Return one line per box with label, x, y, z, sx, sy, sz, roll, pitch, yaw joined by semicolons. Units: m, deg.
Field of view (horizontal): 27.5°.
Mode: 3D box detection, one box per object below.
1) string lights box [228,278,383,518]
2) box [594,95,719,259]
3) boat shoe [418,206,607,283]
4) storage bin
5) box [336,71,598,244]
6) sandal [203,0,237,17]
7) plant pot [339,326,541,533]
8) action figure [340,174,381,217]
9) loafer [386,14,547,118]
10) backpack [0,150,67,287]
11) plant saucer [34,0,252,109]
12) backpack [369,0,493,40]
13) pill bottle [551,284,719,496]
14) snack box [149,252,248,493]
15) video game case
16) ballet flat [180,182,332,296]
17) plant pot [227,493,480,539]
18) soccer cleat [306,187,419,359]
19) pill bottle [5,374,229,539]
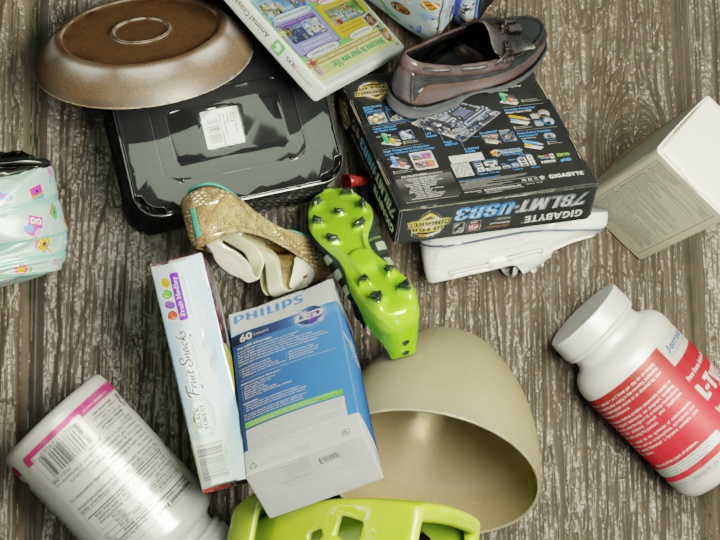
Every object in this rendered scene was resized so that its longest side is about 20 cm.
string lights box;-0.050;0.103;1.246;0.102;0.201;0.059;-19;128;6
box;0.299;-0.085;1.411;0.095;0.200;0.078;45;74;-3
boat shoe;0.150;-0.026;1.442;0.199;0.074;0.066;-7;103;-15
storage bin;-0.130;-0.122;1.373;0.199;0.094;0.136;-12;84;-16
box;0.097;-0.119;1.397;0.199;0.050;0.199;-9;46;-16
sandal;-0.084;-0.267;1.433;0.199;0.043;0.076;32;75;-6
plant pot;0.072;0.131;1.343;0.199;0.201;0.135;21;51;-9
action figure;0.080;-0.086;1.439;0.199;0.052;0.066;-12;89;-18
loafer;0.110;-0.208;1.410;0.199;0.063;0.072;-29;55;-30
backpack;-0.359;-0.037;1.284;0.199;0.167;0.127;-13;103;-18
plant saucer;-0.197;-0.205;1.330;0.199;0.200;0.032;-13;124;-15
backpack;0.053;-0.329;1.412;0.190;0.200;0.154;41;73;10
pill bottle;0.284;0.113;1.421;0.200;0.112;0.112;45;74;-3
snack box;-0.136;0.093;1.308;0.053;0.142;0.201;-13;84;-5
video game case;-0.058;-0.252;1.377;0.182;0.022;0.200;48;29;1
ballet flat;-0.091;-0.013;1.334;0.200;0.070;0.066;27;50;-45
plant pot;-0.017;0.291;1.266;0.180;0.200;0.200;5;79;22
soccer cleat;0.000;0.000;1.326;0.067;0.081;0.200;-17;42;-11
pill bottle;-0.205;0.200;1.291;0.113;0.113;0.200;-43;92;-16
